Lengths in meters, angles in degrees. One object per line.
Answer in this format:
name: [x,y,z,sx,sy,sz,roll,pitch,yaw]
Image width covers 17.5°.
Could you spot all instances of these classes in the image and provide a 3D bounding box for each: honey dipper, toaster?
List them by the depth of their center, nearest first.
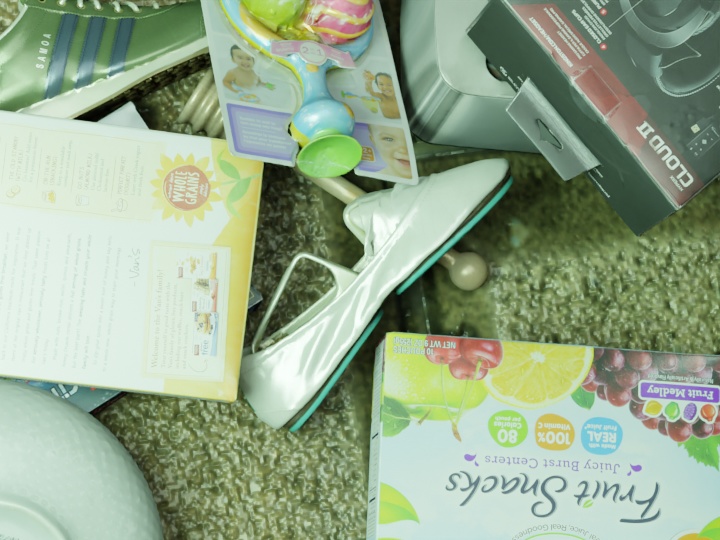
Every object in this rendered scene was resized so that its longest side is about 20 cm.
toaster: [0.110,-0.164,1.342,0.200,0.119,0.181,5,77,-7]
honey dipper: [-0.013,-0.047,1.347,0.200,0.038,0.038,33,76,-5]

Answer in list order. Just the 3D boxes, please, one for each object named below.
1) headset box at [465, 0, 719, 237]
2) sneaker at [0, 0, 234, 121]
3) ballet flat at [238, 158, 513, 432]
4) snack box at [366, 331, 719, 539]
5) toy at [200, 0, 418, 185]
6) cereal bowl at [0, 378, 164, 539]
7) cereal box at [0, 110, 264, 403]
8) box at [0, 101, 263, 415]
headset box: [0.167,-0.127,1.243,0.200,0.077,0.149,-40,89,-14]
sneaker: [-0.159,-0.132,1.322,0.200,0.067,0.090,-26,89,-9]
ballet flat: [0.000,0.000,1.302,0.069,0.069,0.200,42,93,1]
snack box: [0.106,0.114,1.320,0.200,0.053,0.142,4,80,-7]
toy: [-0.028,-0.143,1.303,0.115,0.047,0.200,8,54,-26]
cereal bowl: [-0.199,0.159,1.226,0.200,0.083,0.200,-1,96,-11]
cereal box: [-0.158,-0.009,1.268,0.200,0.040,0.144,8,85,-7]
box: [-0.175,0.016,1.306,0.200,0.038,0.137,-33,87,-13]
